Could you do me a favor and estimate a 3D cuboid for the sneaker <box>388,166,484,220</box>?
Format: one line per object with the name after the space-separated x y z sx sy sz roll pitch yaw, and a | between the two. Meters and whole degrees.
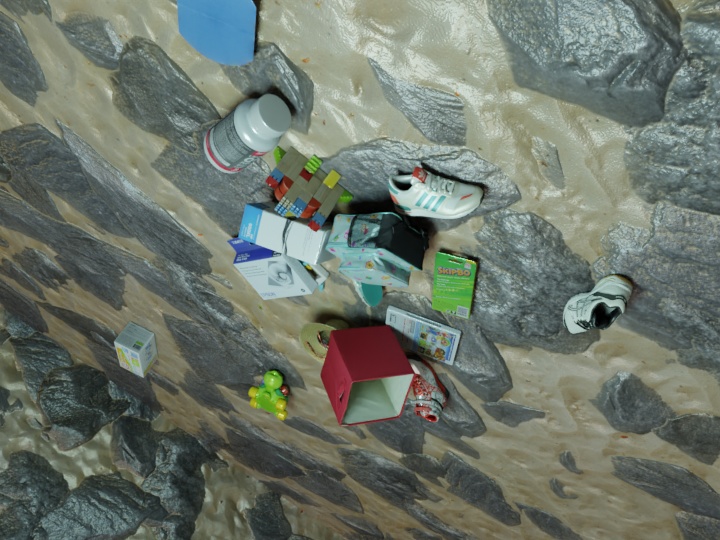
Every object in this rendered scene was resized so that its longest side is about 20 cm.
0.142 -0.158 1.232 0.198 0.071 0.094 5 143 33 | sneaker

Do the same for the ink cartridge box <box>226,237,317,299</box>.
-0.241 -0.009 1.645 0.198 0.041 0.201 -9 129 40 | ink cartridge box

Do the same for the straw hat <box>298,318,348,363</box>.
-0.075 0.182 1.755 0.199 0.085 0.202 18 140 16 | straw hat

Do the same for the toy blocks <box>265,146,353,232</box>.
-0.130 -0.167 1.346 0.199 0.137 0.100 37 143 -10 | toy blocks

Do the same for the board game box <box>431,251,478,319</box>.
0.216 0.031 1.440 0.094 0.030 0.201 16 144 17 | board game box

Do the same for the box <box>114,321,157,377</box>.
-0.858 0.306 2.396 0.111 0.102 0.201 24 143 6 | box

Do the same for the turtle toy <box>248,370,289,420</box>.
-0.307 0.426 2.175 0.144 0.102 0.201 21 142 11 | turtle toy

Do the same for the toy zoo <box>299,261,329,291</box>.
-0.169 -0.013 1.645 0.200 0.021 0.131 45 141 -20 | toy zoo

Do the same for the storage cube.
0.014 0.268 1.609 0.198 0.180 0.172 -4 130 -23 | storage cube

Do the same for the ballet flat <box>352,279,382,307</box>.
0.000 0.000 1.527 0.071 0.072 0.201 3 134 30 | ballet flat

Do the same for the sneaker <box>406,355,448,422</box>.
0.173 0.337 1.752 0.067 0.108 0.202 -13 126 42 | sneaker

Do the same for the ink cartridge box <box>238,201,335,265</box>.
-0.156 -0.088 1.435 0.198 0.144 0.085 19 103 13 | ink cartridge box

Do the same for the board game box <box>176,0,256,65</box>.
-0.260 -0.477 1.158 0.156 0.039 0.201 22 148 1 | board game box

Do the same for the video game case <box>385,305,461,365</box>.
0.160 0.172 1.646 0.198 0.018 0.144 19 141 13 | video game case

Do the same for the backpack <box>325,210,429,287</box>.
0.026 -0.049 1.350 0.199 0.155 0.175 15 176 42 | backpack

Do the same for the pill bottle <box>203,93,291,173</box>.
-0.233 -0.286 1.297 0.199 0.111 0.111 -20 122 46 | pill bottle

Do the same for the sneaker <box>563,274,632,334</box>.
0.476 0.090 1.287 0.075 0.088 0.201 26 144 1 | sneaker
